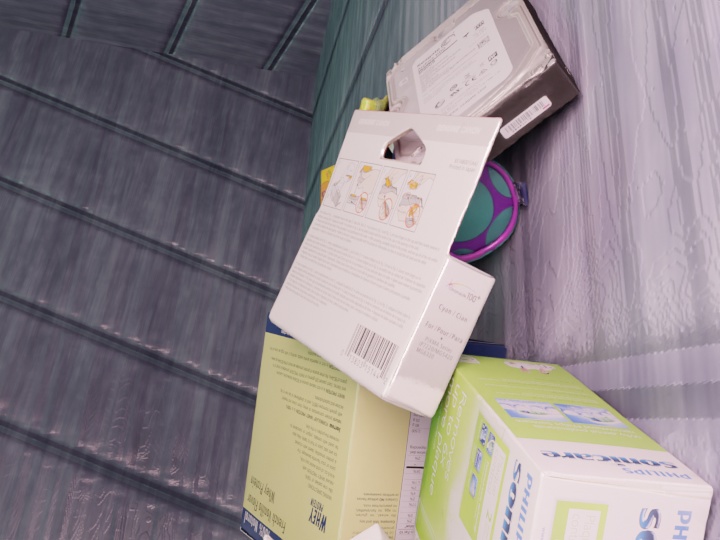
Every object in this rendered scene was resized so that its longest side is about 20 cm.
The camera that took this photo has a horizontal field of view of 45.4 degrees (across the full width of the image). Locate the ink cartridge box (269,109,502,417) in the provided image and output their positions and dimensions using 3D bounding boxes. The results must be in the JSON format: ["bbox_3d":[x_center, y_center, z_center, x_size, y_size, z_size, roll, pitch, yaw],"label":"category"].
[{"bbox_3d":[0.020,-0.017,0.587,0.200,0.044,0.178,24,90,62],"label":"ink cartridge box"}]

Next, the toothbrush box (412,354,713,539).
[{"bbox_3d":[0.093,0.143,0.470,0.200,0.085,0.147,-128,46,-77],"label":"toothbrush box"}]

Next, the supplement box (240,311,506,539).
[{"bbox_3d":[0.003,0.148,0.728,0.199,0.133,0.202,3,85,63],"label":"supplement box"}]

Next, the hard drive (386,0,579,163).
[{"bbox_3d":[0.084,-0.149,0.675,0.139,0.038,0.201,-36,28,22],"label":"hard drive"}]

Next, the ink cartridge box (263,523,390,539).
[{"bbox_3d":[0.022,0.247,0.535,0.201,0.067,0.117,54,-171,-22],"label":"ink cartridge box"}]

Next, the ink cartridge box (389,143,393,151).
[{"bbox_3d":[0.053,-0.103,1.023,0.160,0.047,0.202,134,151,-56],"label":"ink cartridge box"}]

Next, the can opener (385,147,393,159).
[{"bbox_3d":[0.038,-0.055,0.865,0.079,0.063,0.201,-44,70,49],"label":"can opener"}]

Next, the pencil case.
[{"bbox_3d":[0.080,-0.081,0.757,0.200,0.084,0.093,-105,11,-70],"label":"pencil case"}]

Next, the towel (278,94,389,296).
[{"bbox_3d":[-0.022,-0.063,0.767,0.144,0.023,0.202,-67,0,-74],"label":"towel"}]

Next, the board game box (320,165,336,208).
[{"bbox_3d":[0.000,0.000,0.883,0.030,0.095,0.202,-14,68,46],"label":"board game box"}]
